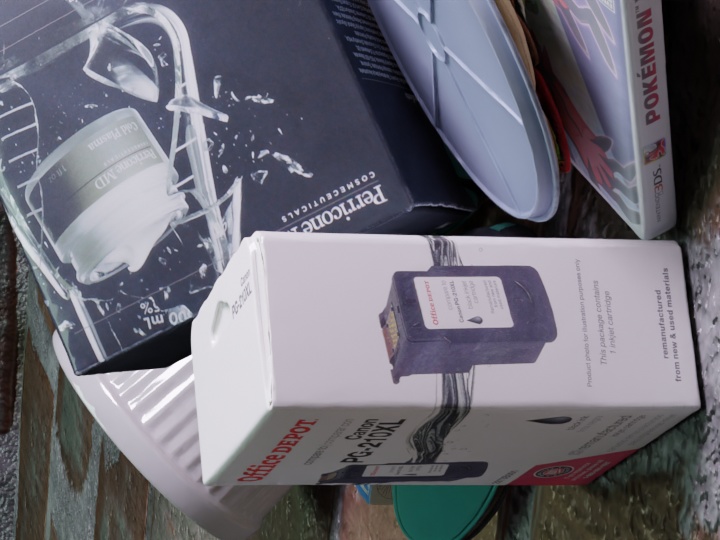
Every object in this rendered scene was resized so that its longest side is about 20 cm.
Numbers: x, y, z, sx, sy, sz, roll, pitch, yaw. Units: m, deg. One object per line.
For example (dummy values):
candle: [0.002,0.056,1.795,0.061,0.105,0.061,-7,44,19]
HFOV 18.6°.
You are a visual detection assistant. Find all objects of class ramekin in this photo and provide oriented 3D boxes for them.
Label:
ramekin: [-0.110,0.082,1.535,0.105,0.200,0.200,-41,26,4]

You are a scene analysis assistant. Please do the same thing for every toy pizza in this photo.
toy pizza: [0.046,-0.115,1.017,0.200,0.032,0.200,60,171,15]

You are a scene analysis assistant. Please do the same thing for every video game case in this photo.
video game case: [0.075,-0.135,0.987,0.200,0.023,0.182,52,164,39]

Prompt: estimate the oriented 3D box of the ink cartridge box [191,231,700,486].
ink cartridge box: [0.033,0.044,1.009,0.145,0.199,0.085,129,140,-65]

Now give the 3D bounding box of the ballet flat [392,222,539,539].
ballet flat: [0.063,0.058,1.163,0.073,0.073,0.200,-111,24,-53]

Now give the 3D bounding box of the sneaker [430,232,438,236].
sneaker: [0.000,0.000,1.238,0.085,0.078,0.200,-44,27,-7]

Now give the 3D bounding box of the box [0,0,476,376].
box: [-0.079,-0.076,1.123,0.197,0.200,0.124,65,-164,7]

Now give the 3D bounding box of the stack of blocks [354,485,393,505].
stack of blocks: [0.012,0.055,1.338,0.200,0.058,0.115,-135,49,-68]

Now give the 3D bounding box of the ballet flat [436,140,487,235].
ballet flat: [0.049,-0.075,1.227,0.200,0.068,0.072,126,162,-65]
